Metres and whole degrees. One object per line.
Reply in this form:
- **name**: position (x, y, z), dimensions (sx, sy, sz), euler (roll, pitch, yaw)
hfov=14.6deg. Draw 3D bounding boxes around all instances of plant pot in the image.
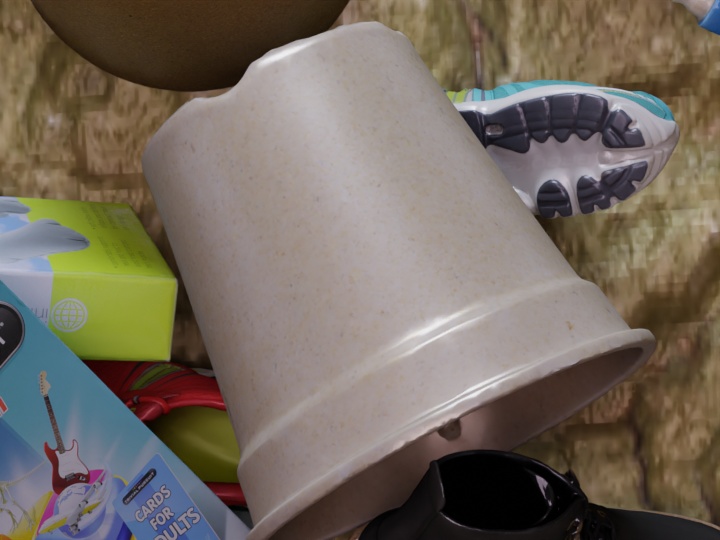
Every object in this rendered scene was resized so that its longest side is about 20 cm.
- **plant pot**: position (-0.094, -0.181, 1.285), dimensions (0.186, 0.200, 0.187), euler (0, 91, 6)
- **plant pot**: position (0.000, 0.000, 1.238), dimensions (0.200, 0.200, 0.184), euler (-28, 79, 4)

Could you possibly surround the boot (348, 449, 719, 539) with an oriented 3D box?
- **boot**: position (0.101, 0.125, 1.262), dimensions (0.199, 0.138, 0.078), euler (-2, 66, -19)

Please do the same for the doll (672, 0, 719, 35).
- **doll**: position (0.205, -0.158, 1.320), dimensions (0.136, 0.048, 0.201), euler (-22, 105, -7)

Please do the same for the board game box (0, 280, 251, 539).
- **board game box**: position (-0.158, 0.112, 1.224), dimensions (0.151, 0.047, 0.200), euler (-49, 115, -14)

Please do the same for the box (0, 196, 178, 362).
- **box**: position (-0.194, 0.001, 1.290), dimensions (0.199, 0.122, 0.048), euler (3, 108, -17)

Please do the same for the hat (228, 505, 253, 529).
- **hat**: position (-0.069, 0.192, 1.293), dimensions (0.199, 0.176, 0.166), euler (-24, 88, 4)

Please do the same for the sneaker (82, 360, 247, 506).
- **sneaker**: position (-0.106, 0.071, 1.340), dimensions (0.199, 0.085, 0.077), euler (7, 91, 12)

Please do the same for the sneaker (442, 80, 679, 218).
- **sneaker**: position (0.055, -0.056, 1.336), dimensions (0.199, 0.080, 0.078), euler (1, 106, 23)
